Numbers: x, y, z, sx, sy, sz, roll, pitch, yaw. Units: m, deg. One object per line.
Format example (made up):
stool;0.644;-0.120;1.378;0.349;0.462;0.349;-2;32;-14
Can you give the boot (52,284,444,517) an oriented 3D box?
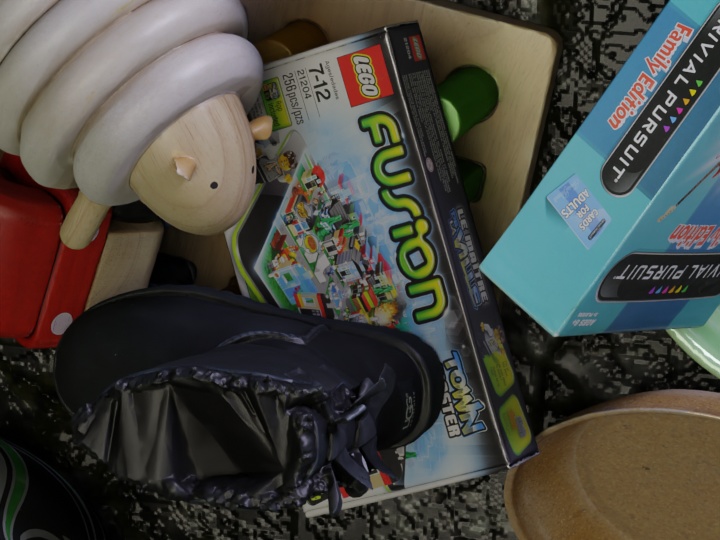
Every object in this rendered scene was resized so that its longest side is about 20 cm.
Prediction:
boot;-0.070;0.056;1.270;0.197;0.162;0.074;5;100;21

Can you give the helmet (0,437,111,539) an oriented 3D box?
helmet;-0.212;0.165;1.463;0.199;0.191;0.201;-8;117;-17

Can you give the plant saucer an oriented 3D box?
plant saucer;0.166;0.112;1.387;0.199;0.036;0.201;14;144;10

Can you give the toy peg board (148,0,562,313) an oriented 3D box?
toy peg board;-0.029;-0.034;1.416;0.198;0.098;0.201;16;106;11

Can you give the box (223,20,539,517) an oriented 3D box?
box;0.000;0.000;1.345;0.109;0.035;0.201;-16;91;29

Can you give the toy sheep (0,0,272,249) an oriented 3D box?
toy sheep;-0.115;-0.097;1.302;0.138;0.138;0.200;-45;80;20

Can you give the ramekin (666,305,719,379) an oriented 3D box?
ramekin;0.218;-0.044;1.346;0.198;0.098;0.202;3;104;14

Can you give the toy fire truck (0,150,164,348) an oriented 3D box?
toy fire truck;-0.205;-0.051;1.381;0.176;0.199;0.129;39;119;41

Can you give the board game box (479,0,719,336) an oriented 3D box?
board game box;0.152;-0.065;1.223;0.047;0.151;0.201;42;110;22
